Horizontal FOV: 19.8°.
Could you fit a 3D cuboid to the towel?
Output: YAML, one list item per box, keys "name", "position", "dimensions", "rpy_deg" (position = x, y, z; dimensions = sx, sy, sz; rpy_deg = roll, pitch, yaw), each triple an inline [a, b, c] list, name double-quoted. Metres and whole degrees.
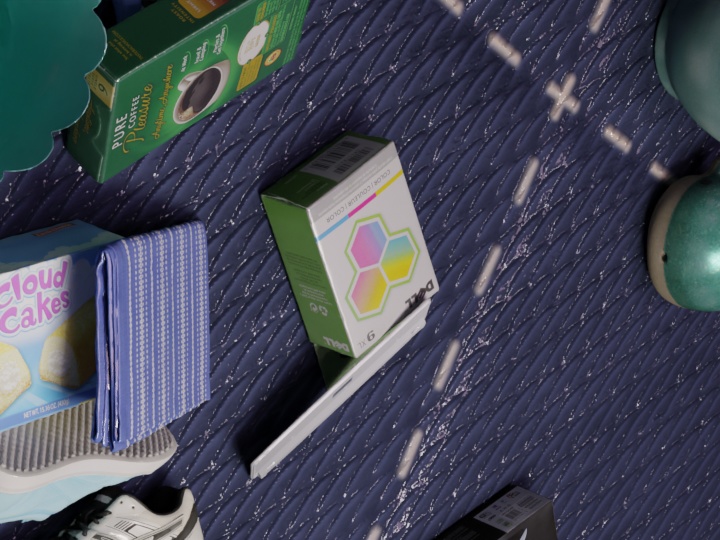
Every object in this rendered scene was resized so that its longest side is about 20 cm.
- name: "towel"
  position: [-0.150, 0.043, 1.492]
  dimensions: [0.200, 0.024, 0.146]
  rpy_deg: [-23, 114, -74]

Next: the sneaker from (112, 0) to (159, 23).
- name: "sneaker"
  position: [-0.176, -0.254, 1.428]
  dimensions: [0.076, 0.076, 0.201]
  rpy_deg: [-6, 124, -1]

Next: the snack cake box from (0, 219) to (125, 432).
- name: "snack cake box"
  position: [-0.256, 0.046, 1.433]
  dimensions: [0.199, 0.067, 0.116]
  rpy_deg: [-18, 116, -39]

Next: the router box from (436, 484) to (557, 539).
- name: "router box"
  position: [0.101, 0.312, 1.866]
  dimensions: [0.199, 0.052, 0.158]
  rpy_deg: [-30, 122, -34]

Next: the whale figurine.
- name: "whale figurine"
  position: [0.364, -0.033, 1.975]
  dimensions: [0.199, 0.103, 0.160]
  rpy_deg: [-16, 113, -40]

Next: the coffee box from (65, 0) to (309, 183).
- name: "coffee box"
  position: [-0.120, -0.156, 1.477]
  dimensions: [0.200, 0.044, 0.123]
  rpy_deg: [-37, 162, -29]

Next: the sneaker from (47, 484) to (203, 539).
- name: "sneaker"
  position: [-0.203, 0.206, 1.543]
  dimensions: [0.199, 0.075, 0.088]
  rpy_deg: [-4, 90, -46]

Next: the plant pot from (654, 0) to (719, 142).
- name: "plant pot"
  position: [0.356, -0.204, 1.894]
  dimensions: [0.199, 0.134, 0.202]
  rpy_deg: [-16, 114, -40]

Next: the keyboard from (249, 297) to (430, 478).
- name: "keyboard"
  position: [-0.016, 0.096, 1.674]
  dimensions: [0.200, 0.011, 0.056]
  rpy_deg: [-43, 165, -14]

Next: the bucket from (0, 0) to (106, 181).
- name: "bucket"
  position: [-0.279, -0.159, 1.300]
  dimensions: [0.206, 0.134, 0.209]
  rpy_deg: [-16, 114, -40]

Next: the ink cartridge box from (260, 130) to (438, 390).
- name: "ink cartridge box"
  position: [0.000, 0.000, 1.668]
  dimensions: [0.104, 0.059, 0.201]
  rpy_deg: [-38, 126, -31]

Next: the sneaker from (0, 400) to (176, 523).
- name: "sneaker"
  position: [-0.223, 0.142, 1.508]
  dimensions: [0.199, 0.074, 0.082]
  rpy_deg: [-1, 139, -51]
